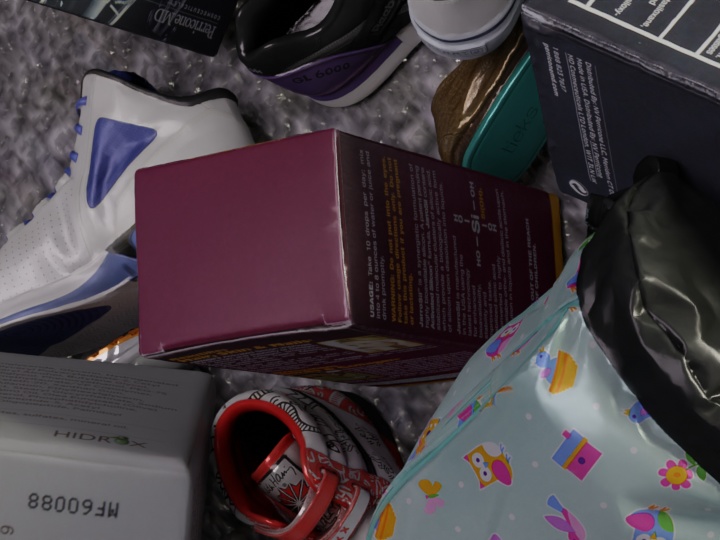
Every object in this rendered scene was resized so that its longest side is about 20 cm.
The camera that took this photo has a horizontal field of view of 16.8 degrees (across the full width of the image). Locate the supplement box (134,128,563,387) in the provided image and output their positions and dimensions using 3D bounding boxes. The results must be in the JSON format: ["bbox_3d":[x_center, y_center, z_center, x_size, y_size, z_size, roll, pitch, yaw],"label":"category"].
[{"bbox_3d":[0.000,0.000,1.102,0.110,0.200,0.086,-9,79,31],"label":"supplement box"}]

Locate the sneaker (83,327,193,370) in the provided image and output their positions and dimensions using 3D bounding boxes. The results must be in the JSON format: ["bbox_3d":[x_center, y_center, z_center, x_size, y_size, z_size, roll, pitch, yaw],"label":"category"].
[{"bbox_3d":[-0.142,0.108,1.265,0.200,0.076,0.092,-43,89,14],"label":"sneaker"}]

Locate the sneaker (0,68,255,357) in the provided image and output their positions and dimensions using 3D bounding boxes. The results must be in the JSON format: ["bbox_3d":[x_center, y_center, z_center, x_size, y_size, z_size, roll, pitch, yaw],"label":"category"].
[{"bbox_3d":[-0.129,-0.038,1.267,0.199,0.081,0.116,-27,67,19],"label":"sneaker"}]

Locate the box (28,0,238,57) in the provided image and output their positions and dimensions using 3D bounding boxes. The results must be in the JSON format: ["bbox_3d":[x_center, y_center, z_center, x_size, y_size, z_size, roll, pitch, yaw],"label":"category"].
[{"bbox_3d":[-0.127,-0.219,1.184,0.104,0.200,0.183,28,100,31],"label":"box"}]

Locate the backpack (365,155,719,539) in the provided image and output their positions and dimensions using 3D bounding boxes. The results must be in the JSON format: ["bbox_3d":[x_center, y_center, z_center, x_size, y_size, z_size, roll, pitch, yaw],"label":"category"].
[{"bbox_3d":[0.094,0.077,0.964,0.167,0.127,0.200,50,127,5],"label":"backpack"}]

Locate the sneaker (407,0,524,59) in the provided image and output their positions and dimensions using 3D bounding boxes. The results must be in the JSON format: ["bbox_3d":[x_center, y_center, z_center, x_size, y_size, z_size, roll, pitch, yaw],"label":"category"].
[{"bbox_3d":[0.065,-0.196,1.109,0.073,0.071,0.201,7,69,12],"label":"sneaker"}]

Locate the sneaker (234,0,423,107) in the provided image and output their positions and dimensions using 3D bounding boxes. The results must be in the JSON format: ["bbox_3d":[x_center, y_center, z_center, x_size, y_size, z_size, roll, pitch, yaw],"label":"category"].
[{"bbox_3d":[0.020,-0.161,1.176,0.200,0.087,0.076,-49,62,17],"label":"sneaker"}]

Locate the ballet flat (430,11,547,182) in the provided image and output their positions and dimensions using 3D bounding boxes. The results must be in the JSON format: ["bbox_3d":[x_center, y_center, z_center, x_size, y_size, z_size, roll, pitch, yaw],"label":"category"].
[{"bbox_3d":[0.097,-0.130,1.148,0.200,0.068,0.072,-54,42,19],"label":"ballet flat"}]

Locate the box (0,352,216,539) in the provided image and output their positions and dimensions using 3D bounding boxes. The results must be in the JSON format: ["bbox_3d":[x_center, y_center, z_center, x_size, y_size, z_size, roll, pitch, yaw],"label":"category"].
[{"bbox_3d":[-0.178,0.150,1.153,0.199,0.171,0.200,7,102,0],"label":"box"}]

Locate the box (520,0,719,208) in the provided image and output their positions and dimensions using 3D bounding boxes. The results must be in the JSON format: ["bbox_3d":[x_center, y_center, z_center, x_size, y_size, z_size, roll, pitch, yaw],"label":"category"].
[{"bbox_3d":[0.206,-0.094,0.985,0.198,0.123,0.200,28,63,32],"label":"box"}]

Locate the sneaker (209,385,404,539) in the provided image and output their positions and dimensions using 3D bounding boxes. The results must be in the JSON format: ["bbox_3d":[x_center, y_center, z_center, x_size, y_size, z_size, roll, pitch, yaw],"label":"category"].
[{"bbox_3d":[0.008,0.133,1.136,0.067,0.108,0.202,-48,63,18],"label":"sneaker"}]
